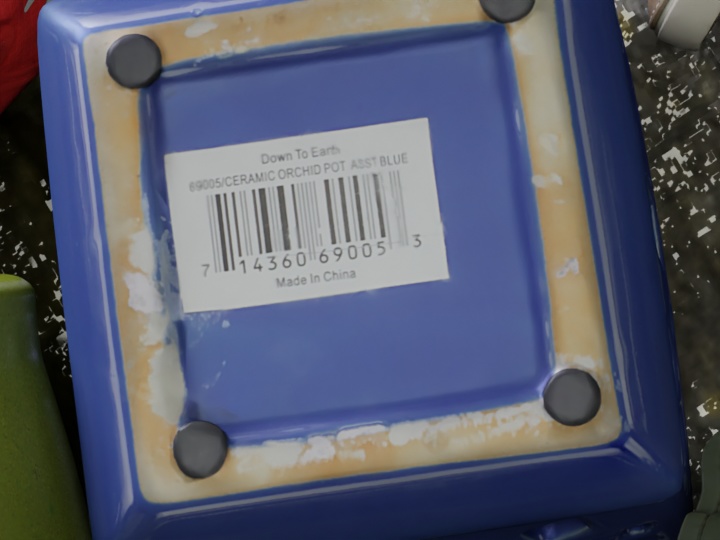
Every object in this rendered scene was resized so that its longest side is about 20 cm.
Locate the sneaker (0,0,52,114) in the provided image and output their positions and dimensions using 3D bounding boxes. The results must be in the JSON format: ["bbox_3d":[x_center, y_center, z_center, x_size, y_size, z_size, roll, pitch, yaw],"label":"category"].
[{"bbox_3d":[-0.148,-0.047,0.830,0.200,0.077,0.085,-48,42,9],"label":"sneaker"}]

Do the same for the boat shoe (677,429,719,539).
[{"bbox_3d":[0.135,0.090,0.757,0.071,0.201,0.061,2,103,20],"label":"boat shoe"}]

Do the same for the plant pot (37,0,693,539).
[{"bbox_3d":[0.000,0.000,0.777,0.199,0.180,0.201,-8,82,3],"label":"plant pot"}]

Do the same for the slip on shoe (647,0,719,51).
[{"bbox_3d":[0.120,-0.173,0.844,0.060,0.076,0.201,17,80,1],"label":"slip on shoe"}]

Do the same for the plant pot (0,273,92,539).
[{"bbox_3d":[-0.158,0.099,0.746,0.199,0.200,0.194,-1,92,4],"label":"plant pot"}]
